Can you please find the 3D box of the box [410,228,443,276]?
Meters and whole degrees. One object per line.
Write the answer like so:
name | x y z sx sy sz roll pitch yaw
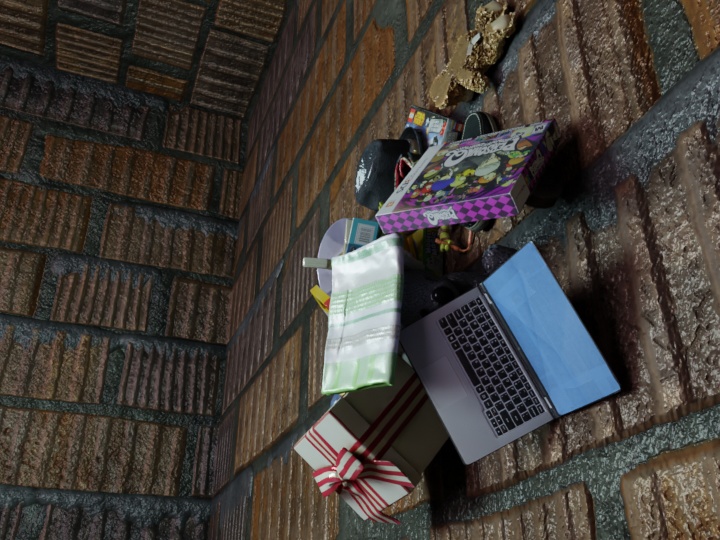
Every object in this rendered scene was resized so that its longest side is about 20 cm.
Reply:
box | 0.106 -0.027 1.256 0.117 0.048 0.201 140 139 -61

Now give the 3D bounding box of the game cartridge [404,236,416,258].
game cartridge | 0.053 0.060 1.228 0.177 0.032 0.201 -97 23 -54

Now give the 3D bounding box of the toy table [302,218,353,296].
toy table | -0.029 -0.013 1.461 0.117 0.183 0.201 151 111 -85

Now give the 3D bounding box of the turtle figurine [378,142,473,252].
turtle figurine | 0.114 -0.109 1.187 0.160 0.064 0.201 -16 72 20

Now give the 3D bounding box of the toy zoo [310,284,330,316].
toy zoo | -0.035 0.105 1.410 0.020 0.131 0.200 -40 39 -10

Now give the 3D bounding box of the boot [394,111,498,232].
boot | 0.136 -0.173 1.081 0.073 0.153 0.205 -26 54 60

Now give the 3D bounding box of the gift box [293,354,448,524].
gift box | 0.032 0.262 1.051 0.187 0.200 0.185 -40 -13 -39

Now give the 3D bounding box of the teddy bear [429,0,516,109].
teddy bear | 0.197 -0.357 1.171 0.201 0.066 0.145 -65 32 20

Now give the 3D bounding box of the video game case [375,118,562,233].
video game case | 0.141 -0.122 0.905 0.199 0.036 0.181 -5 35 40

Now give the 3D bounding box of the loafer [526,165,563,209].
loafer | 0.218 -0.118 0.971 0.200 0.073 0.071 -118 30 -65

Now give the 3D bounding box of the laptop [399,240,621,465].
laptop | 0.160 0.103 0.815 0.188 0.199 0.116 62 -173 15

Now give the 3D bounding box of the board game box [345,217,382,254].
board game box | 0.000 0.000 1.209 0.200 0.047 0.152 56 -134 -84

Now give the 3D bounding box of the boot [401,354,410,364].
boot | 0.106 0.145 1.152 0.200 0.072 0.183 -43 42 49

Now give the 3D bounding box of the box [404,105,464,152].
box | 0.126 -0.231 1.317 0.200 0.040 0.138 -127 49 -65

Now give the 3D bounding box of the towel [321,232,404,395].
towel | 0.000 0.060 0.925 0.149 0.031 0.201 -23 55 50

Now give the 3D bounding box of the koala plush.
koala plush | 0.110 0.055 0.967 0.184 0.199 0.179 151 127 -66

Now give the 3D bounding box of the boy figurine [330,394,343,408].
boy figurine | -0.027 0.194 1.237 0.124 0.064 0.201 -155 75 -77

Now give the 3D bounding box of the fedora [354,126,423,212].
fedora | 0.044 -0.182 1.322 0.200 0.091 0.202 -170 90 -72
